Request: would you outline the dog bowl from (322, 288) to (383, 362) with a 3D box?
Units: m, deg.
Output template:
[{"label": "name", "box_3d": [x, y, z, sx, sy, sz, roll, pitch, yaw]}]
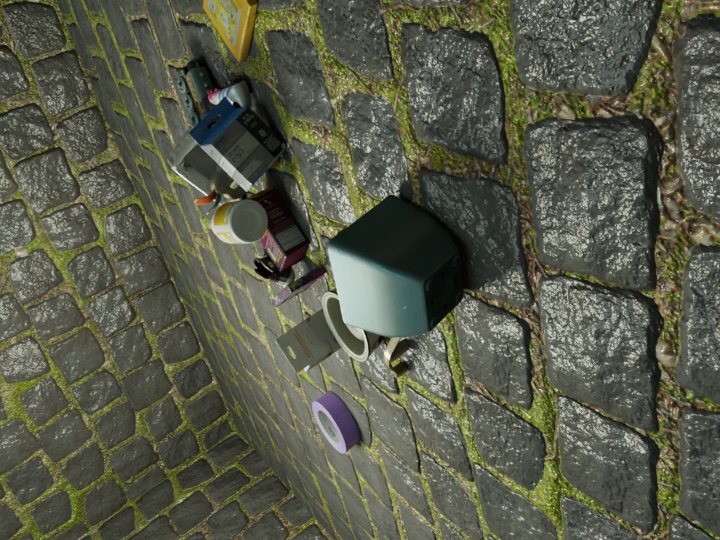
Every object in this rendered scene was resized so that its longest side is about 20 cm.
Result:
[{"label": "dog bowl", "box_3d": [-0.014, 0.127, 1.655, 0.200, 0.073, 0.203, 43, 149, 33]}]

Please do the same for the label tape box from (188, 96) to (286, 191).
[{"label": "label tape box", "box_3d": [-0.300, -0.320, 1.584, 0.200, 0.144, 0.066, 45, 157, -11]}]

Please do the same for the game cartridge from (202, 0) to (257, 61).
[{"label": "game cartridge", "box_3d": [-0.301, -0.612, 1.474, 0.179, 0.032, 0.200, 57, 156, 9]}]

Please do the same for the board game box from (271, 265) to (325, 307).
[{"label": "board game box", "box_3d": [-0.177, 0.047, 1.826, 0.033, 0.119, 0.200, 54, 156, 0]}]

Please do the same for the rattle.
[{"label": "rattle", "box_3d": [-0.313, -0.221, 1.656, 0.139, 0.201, 0.133, 19, 133, 16]}]

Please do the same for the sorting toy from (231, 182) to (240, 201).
[{"label": "sorting toy", "box_3d": [-0.418, -0.268, 2.060, 0.201, 0.036, 0.187, 52, 154, 29]}]

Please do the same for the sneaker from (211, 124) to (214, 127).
[{"label": "sneaker", "box_3d": [-0.338, -0.339, 1.768, 0.201, 0.086, 0.076, 49, 151, 21]}]

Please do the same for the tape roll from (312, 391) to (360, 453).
[{"label": "tape roll", "box_3d": [-0.085, 0.520, 2.212, 0.200, 0.065, 0.203, 43, 149, 33]}]

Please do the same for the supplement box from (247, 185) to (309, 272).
[{"label": "supplement box", "box_3d": [-0.236, -0.115, 1.806, 0.202, 0.084, 0.111, 56, 154, 10]}]

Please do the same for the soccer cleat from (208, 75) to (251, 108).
[{"label": "soccer cleat", "box_3d": [-0.342, -0.442, 1.682, 0.198, 0.069, 0.088, 8, 124, 59]}]

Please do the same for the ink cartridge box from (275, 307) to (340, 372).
[{"label": "ink cartridge box", "box_3d": [-0.133, 0.197, 1.803, 0.116, 0.197, 0.068, 53, 154, 12]}]

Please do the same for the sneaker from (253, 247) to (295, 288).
[{"label": "sneaker", "box_3d": [-0.269, -0.037, 1.876, 0.076, 0.114, 0.201, -55, 45, 22]}]

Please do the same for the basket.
[{"label": "basket", "box_3d": [-0.444, -0.305, 1.868, 0.199, 0.137, 0.123, 38, 179, -38]}]

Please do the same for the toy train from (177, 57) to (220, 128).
[{"label": "toy train", "box_3d": [-0.446, -0.492, 1.813, 0.113, 0.084, 0.205, -25, 85, 52]}]

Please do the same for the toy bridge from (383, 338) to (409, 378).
[{"label": "toy bridge", "box_3d": [0.086, 0.193, 1.541, 0.027, 0.066, 0.203, 42, 150, 31]}]

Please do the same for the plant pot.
[{"label": "plant pot", "box_3d": [0.085, 0.008, 1.222, 0.197, 0.195, 0.200, 22, 137, 38]}]

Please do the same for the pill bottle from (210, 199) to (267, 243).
[{"label": "pill bottle", "box_3d": [-0.337, -0.130, 1.750, 0.198, 0.110, 0.114, 4, 121, 59]}]

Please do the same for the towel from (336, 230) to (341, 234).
[{"label": "towel", "box_3d": [0.000, 0.000, 1.560, 0.201, 0.018, 0.087, 51, 153, 21]}]
